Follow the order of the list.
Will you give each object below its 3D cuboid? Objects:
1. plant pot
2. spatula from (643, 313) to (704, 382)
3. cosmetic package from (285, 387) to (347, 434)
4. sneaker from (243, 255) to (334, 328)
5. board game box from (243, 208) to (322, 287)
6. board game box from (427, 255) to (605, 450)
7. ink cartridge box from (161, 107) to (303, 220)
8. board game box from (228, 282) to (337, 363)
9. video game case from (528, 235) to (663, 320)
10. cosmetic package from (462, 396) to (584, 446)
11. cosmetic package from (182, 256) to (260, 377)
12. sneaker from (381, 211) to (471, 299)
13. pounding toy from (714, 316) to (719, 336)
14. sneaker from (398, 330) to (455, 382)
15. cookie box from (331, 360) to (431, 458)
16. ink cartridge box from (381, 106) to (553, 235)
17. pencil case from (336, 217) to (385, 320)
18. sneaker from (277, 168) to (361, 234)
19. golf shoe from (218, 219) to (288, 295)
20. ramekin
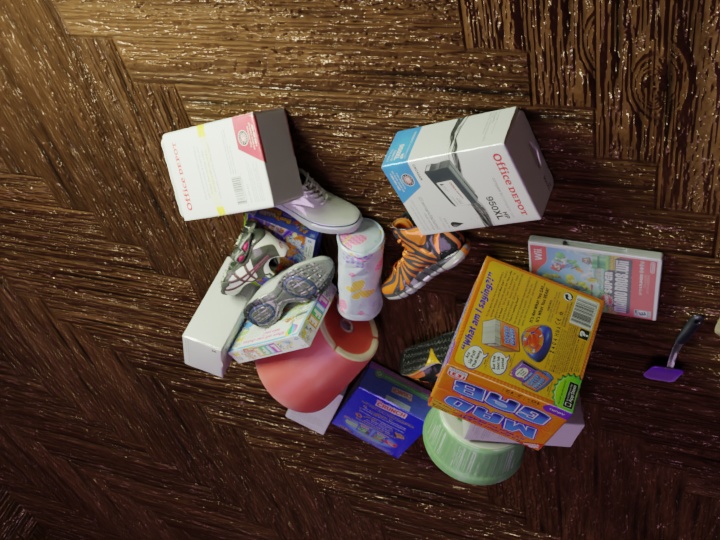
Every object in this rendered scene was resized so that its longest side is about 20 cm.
[{"bbox_3d":[-0.073,0.144,1.655,0.200,0.201,0.177,37,131,-15],"label":"plant pot"},{"bbox_3d":[0.511,0.129,1.413,0.056,0.021,0.201,8,139,2],"label":"spatula"},{"bbox_3d":[-0.091,0.271,1.905,0.101,0.074,0.200,26,142,0],"label":"cosmetic package"},{"bbox_3d":[-0.126,0.022,1.548,0.199,0.087,0.075,-29,117,27],"label":"sneaker"},{"bbox_3d":[-0.145,-0.033,1.589,0.134,0.045,0.200,22,143,6],"label":"board game box"},{"bbox_3d":[0.246,0.136,1.408,0.199,0.201,0.200,22,154,6],"label":"board game box"},{"bbox_3d":[-0.203,-0.167,1.384,0.199,0.083,0.146,-5,104,35],"label":"ink cartridge box"},{"bbox_3d":[-0.143,0.092,1.589,0.199,0.135,0.034,-17,127,43],"label":"board game box"},{"bbox_3d":[0.364,0.012,1.364,0.199,0.017,0.143,9,141,22],"label":"video game case"},{"bbox_3d":[0.285,0.243,1.557,0.199,0.108,0.085,3,141,-5],"label":"cosmetic package"},{"bbox_3d":[-0.258,0.088,1.673,0.084,0.200,0.108,21,143,7],"label":"cosmetic package"},{"bbox_3d":[0.081,-0.034,1.441,0.112,0.078,0.200,42,130,-14],"label":"sneaker"},{"bbox_3d":[0.586,0.025,1.124,0.184,0.201,0.142,31,171,-7],"label":"pounding toy"},{"bbox_3d":[0.170,0.167,1.639,0.200,0.070,0.090,-19,146,40],"label":"sneaker"},{"bbox_3d":[0.053,0.296,1.845,0.171,0.075,0.200,28,144,-2],"label":"cookie box"},{"bbox_3d":[0.154,-0.138,1.251,0.199,0.084,0.145,-7,133,35],"label":"ink cartridge box"},{"bbox_3d":[0.000,0.000,1.510,0.083,0.091,0.200,2,142,1],"label":"pencil case"},{"bbox_3d":[-0.090,-0.122,1.425,0.199,0.073,0.071,22,147,6],"label":"sneaker"},{"bbox_3d":[-0.195,-0.003,1.556,0.088,0.077,0.200,23,145,-8],"label":"golf shoe"},{"bbox_3d":[0.223,0.290,1.642,0.199,0.200,0.098,19,136,9],"label":"ramekin"}]
